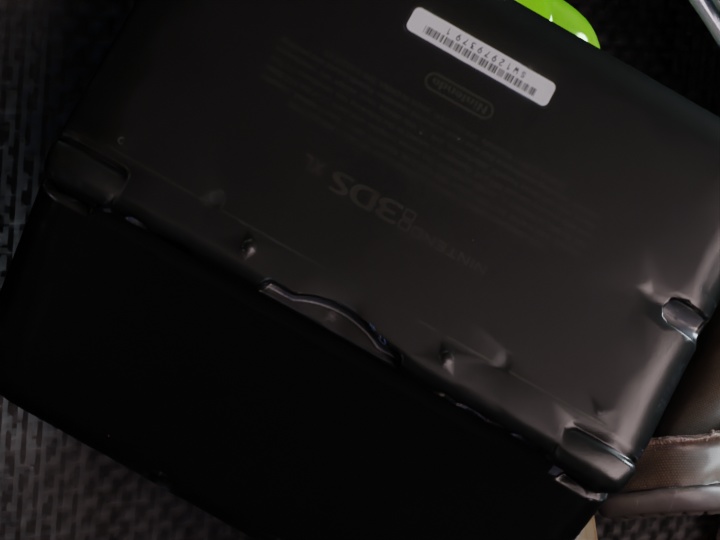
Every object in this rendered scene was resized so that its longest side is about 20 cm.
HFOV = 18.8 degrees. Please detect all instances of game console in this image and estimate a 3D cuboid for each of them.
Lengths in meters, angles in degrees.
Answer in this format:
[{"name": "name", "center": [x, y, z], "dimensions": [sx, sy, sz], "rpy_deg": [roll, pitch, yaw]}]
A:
[{"name": "game console", "center": [0.000, 0.000, 0.698], "dimensions": [0.199, 0.116, 0.177], "rpy_deg": [29, 79, -2]}]

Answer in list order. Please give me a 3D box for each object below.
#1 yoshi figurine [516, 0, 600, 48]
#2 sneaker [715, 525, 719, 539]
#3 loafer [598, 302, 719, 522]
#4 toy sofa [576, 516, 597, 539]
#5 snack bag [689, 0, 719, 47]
[{"name": "yoshi figurine", "center": [-0.004, -0.123, 0.741], "dimensions": [0.200, 0.112, 0.112], "rpy_deg": [42, 38, -20]}, {"name": "sneaker", "center": [0.210, 0.156, 0.956], "dimensions": [0.080, 0.070, 0.201], "rpy_deg": [-39, 126, -32]}, {"name": "loafer", "center": [0.146, 0.042, 0.864], "dimensions": [0.200, 0.073, 0.071], "rpy_deg": [-30, 107, -54]}, {"name": "toy sofa", "center": [0.029, 0.092, 0.801], "dimensions": [0.097, 0.083, 0.201], "rpy_deg": [-23, 112, -31]}, {"name": "snack bag", "center": [0.196, -0.102, 0.829], "dimensions": [0.189, 0.021, 0.200], "rpy_deg": [53, 43, -11]}]
